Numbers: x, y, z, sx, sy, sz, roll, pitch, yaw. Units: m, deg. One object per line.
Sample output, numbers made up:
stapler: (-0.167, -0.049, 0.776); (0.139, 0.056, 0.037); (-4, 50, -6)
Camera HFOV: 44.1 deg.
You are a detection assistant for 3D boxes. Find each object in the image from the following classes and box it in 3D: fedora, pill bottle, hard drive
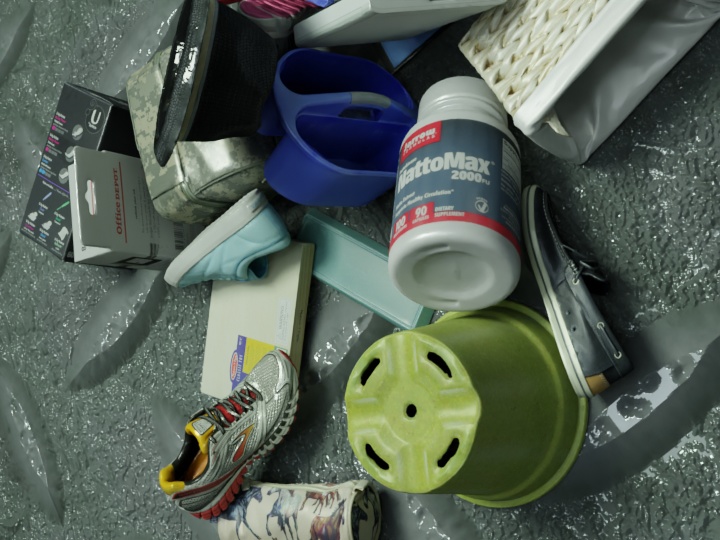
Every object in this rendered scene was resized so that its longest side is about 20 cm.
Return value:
fedora: (-0.127, -0.179, 0.813); (0.200, 0.090, 0.205); (-167, 90, -72)
pill bottle: (0.090, -0.077, 0.828); (0.118, 0.120, 0.203); (-17, 49, 30)
hard drive: (0.029, -0.235, 0.815); (0.199, 0.129, 0.027); (-167, 68, -68)

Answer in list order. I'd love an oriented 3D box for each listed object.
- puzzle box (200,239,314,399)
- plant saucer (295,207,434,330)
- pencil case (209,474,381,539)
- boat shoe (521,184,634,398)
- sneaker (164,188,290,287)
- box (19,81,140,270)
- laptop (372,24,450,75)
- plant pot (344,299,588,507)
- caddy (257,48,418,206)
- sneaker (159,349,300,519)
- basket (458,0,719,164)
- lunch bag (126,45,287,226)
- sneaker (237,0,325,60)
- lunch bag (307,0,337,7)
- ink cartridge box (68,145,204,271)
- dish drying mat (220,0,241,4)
puzzle box: (-0.122, 0.058, 1.031); (0.131, 0.025, 0.205); (12, 98, 34)
plant saucer: (0.000, 0.000, 0.973); (0.198, 0.019, 0.071); (29, 102, 31)
pencil case: (-0.067, 0.263, 0.956); (0.197, 0.078, 0.091); (-8, 106, 33)
boat shoe: (0.195, 0.012, 0.812); (0.061, 0.074, 0.204); (-21, 70, 17)
sneaker: (-0.150, -0.011, 0.996); (0.082, 0.074, 0.199); (49, 138, -10)
box: (-0.333, -0.117, 1.138); (0.105, 0.121, 0.204); (25, 100, 32)
laptop: (0.042, -0.346, 0.924); (0.102, 0.201, 0.180); (-23, 70, -10)
plant pot: (0.084, 0.124, 0.808); (0.197, 0.183, 0.205); (-3, 85, 32)
caddy: (-0.017, -0.147, 0.899); (0.105, 0.197, 0.144); (-37, 66, 43)
sneaker: (-0.138, 0.172, 0.953); (0.077, 0.082, 0.202); (29, 82, 44)
basket: (0.203, -0.218, 0.793); (0.200, 0.134, 0.124); (-48, 59, 20)
lunch bag: (-0.157, -0.165, 1.016); (0.166, 0.138, 0.204); (-25, 72, 34)
sneaker: (-0.086, -0.249, 0.958); (0.072, 0.200, 0.089); (22, 116, 6)
lunch bag: (-0.029, -0.344, 0.861); (0.199, 0.168, 0.126); (34, 145, 44)
ink cartridge box: (-0.275, -0.068, 1.050); (0.066, 0.199, 0.119); (-13, 78, 31)
dish drying mat: (-0.100, -0.333, 1.022); (0.197, 0.076, 0.019); (-1, 106, 41)
